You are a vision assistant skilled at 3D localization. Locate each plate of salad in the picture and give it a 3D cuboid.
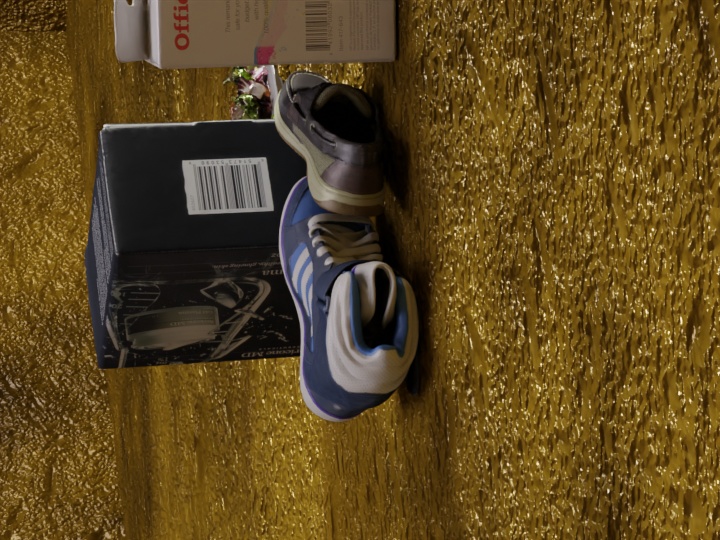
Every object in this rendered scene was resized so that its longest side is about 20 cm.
[{"bbox_3d":[-0.102,-0.118,1.995,0.200,0.048,0.200,177,90,-78],"label":"plate of salad"}]

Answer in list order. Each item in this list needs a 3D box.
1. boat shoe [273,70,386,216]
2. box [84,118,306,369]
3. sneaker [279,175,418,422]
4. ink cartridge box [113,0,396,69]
[{"bbox_3d":[-0.015,-0.108,1.581,0.200,0.073,0.065,-118,40,-56],"label":"boat shoe"},{"bbox_3d":[-0.115,-0.020,1.723,0.197,0.200,0.124,110,154,-60],"label":"box"},{"bbox_3d":[0.000,0.000,1.520,0.146,0.080,0.200,132,138,-61],"label":"sneaker"},{"bbox_3d":[-0.085,-0.216,1.548,0.125,0.200,0.129,-145,54,-74],"label":"ink cartridge box"}]
